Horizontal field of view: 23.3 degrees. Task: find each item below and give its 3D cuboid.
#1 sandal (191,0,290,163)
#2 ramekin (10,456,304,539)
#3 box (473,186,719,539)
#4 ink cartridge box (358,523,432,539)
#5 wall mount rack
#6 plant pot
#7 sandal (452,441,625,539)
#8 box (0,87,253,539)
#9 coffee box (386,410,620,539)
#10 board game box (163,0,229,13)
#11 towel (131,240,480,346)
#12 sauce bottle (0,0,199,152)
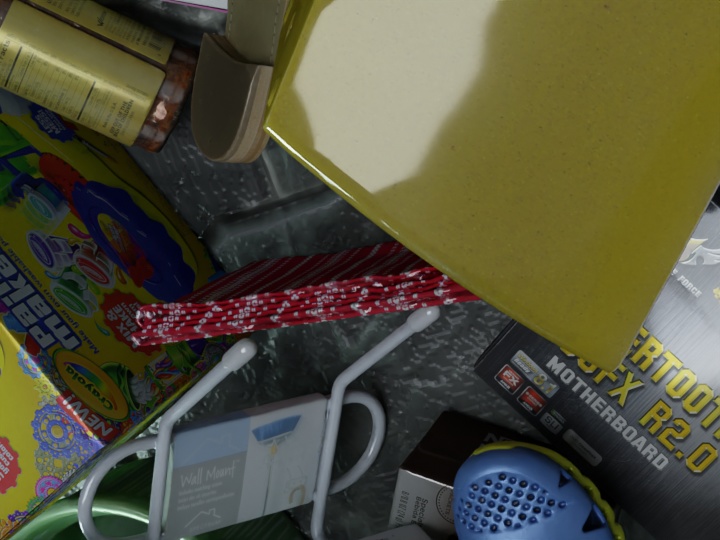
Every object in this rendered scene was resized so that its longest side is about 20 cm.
[{"bbox_3d":[-0.024,-0.152,0.868,0.078,0.069,0.213,43,123,44],"label":"sandal"},{"bbox_3d":[-0.117,0.208,1.027,0.199,0.098,0.201,7,110,20],"label":"ramekin"},{"bbox_3d":[0.181,0.058,0.882,0.200,0.048,0.159,43,118,4],"label":"box"},{"bbox_3d":[0.033,0.253,0.841,0.083,0.176,0.201,-13,108,-16],"label":"ink cartridge box"},{"bbox_3d":[-0.040,0.090,0.895,0.074,0.199,0.175,32,122,42],"label":"wall mount rack"},{"bbox_3d":[0.064,-0.110,0.761,0.176,0.200,0.201,20,116,-8],"label":"plant pot"},{"bbox_3d":[0.095,0.179,0.850,0.079,0.087,0.201,-17,101,24],"label":"sandal"},{"bbox_3d":[-0.189,0.015,0.939,0.122,0.193,0.200,-41,90,28],"label":"box"},{"bbox_3d":[0.066,0.194,0.956,0.112,0.080,0.201,18,113,15],"label":"coffee box"},{"bbox_3d":[-0.129,-0.225,0.919,0.199,0.040,0.154,13,112,18],"label":"board game box"},{"bbox_3d":[0.000,0.000,0.882,0.199,0.145,0.023,-9,99,25],"label":"towel"},{"bbox_3d":[-0.184,-0.130,0.928,0.199,0.066,0.066,26,117,-9],"label":"sauce bottle"}]
